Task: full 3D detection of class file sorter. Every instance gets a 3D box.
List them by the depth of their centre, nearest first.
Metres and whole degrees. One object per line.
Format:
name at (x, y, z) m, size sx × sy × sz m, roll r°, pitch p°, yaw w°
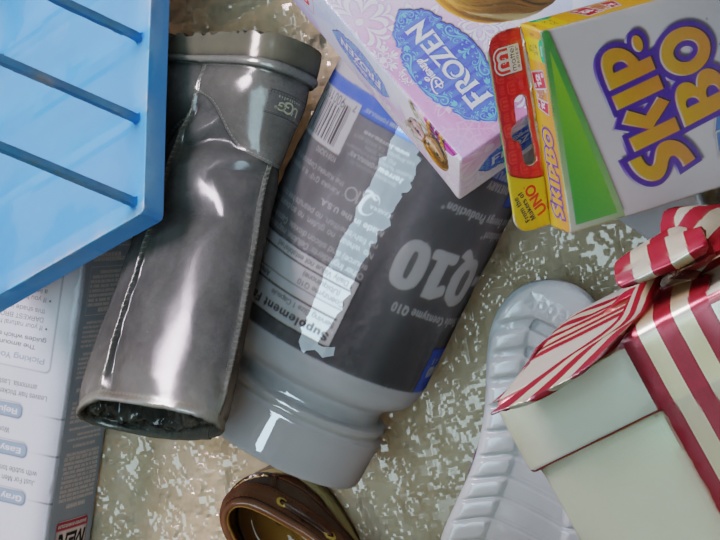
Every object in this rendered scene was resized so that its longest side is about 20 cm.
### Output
file sorter at (-0.184, -0.107, 1.182) m, size 0.139 × 0.122 × 0.201 m, roll -27°, pitch 54°, yaw 41°

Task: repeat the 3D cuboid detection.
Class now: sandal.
sandal at (0.089, 0.105, 1.207) m, size 0.082 × 0.050 × 0.204 m, roll 12°, pitch 96°, yaw 0°

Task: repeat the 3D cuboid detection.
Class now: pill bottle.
pill bottle at (0.000, 0.000, 1.194) m, size 0.113 × 0.114 × 0.201 m, roll 29°, pitch 100°, yaw 14°

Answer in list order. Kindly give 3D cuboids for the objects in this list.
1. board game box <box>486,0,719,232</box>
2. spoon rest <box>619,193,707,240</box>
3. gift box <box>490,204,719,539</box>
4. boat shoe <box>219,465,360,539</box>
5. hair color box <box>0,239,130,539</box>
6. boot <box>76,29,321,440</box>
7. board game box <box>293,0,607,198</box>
board game box at (0.155, -0.085, 1.094) m, size 0.199 × 0.030 × 0.096 m, roll -16°, pitch 108°, yaw -18°
spoon rest at (0.153, -0.049, 1.165) m, size 0.200 × 0.061 × 0.100 m, roll 40°, pitch 139°, yaw 10°
gift box at (0.161, 0.069, 1.032) m, size 0.199 × 0.185 × 0.187 m, roll -27°, pitch 93°, yaw 15°
boat shoe at (-0.003, 0.187, 1.226) m, size 0.072 × 0.068 × 0.200 m, roll -45°, pitch 79°, yaw 14°
hair color box at (-0.190, 0.057, 1.284) m, size 0.099 × 0.061 × 0.201 m, roll 10°, pitch 94°, yaw 17°
boot at (-0.100, -0.017, 1.192) m, size 0.181 × 0.072 × 0.201 m, roll -1°, pitch 75°, yaw 55°
board game box at (0.066, -0.166, 1.141) m, size 0.199 × 0.041 × 0.200 m, roll -35°, pitch 68°, yaw -14°
